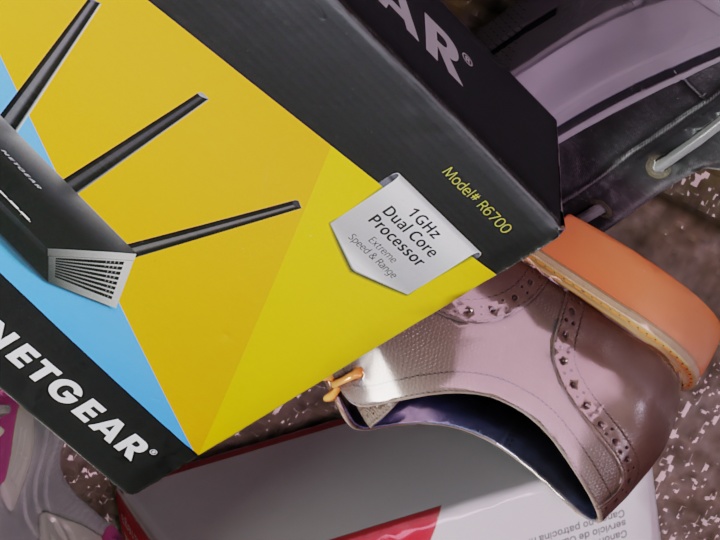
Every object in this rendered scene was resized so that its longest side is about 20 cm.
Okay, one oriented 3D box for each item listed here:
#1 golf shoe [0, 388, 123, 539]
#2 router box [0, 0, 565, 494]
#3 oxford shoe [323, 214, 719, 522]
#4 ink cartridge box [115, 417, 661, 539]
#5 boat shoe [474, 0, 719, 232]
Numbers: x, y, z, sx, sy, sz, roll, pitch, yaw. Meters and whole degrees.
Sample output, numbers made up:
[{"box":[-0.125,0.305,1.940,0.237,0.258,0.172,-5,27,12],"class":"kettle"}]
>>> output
[{"box":[-0.120,0.058,0.815,0.091,0.075,0.200,-14,94,29],"class":"golf shoe"},{"box":[-0.068,-0.048,0.721,0.149,0.051,0.200,-33,122,25],"class":"router box"},{"box":[0.000,0.000,0.811,0.200,0.071,0.073,27,73,-2],"class":"oxford shoe"},{"box":[0.019,0.148,0.892,0.144,0.084,0.200,-15,112,-16],"class":"ink cartridge box"},{"box":[0.097,-0.064,0.817,0.071,0.072,0.200,41,134,-22],"class":"boat shoe"}]
